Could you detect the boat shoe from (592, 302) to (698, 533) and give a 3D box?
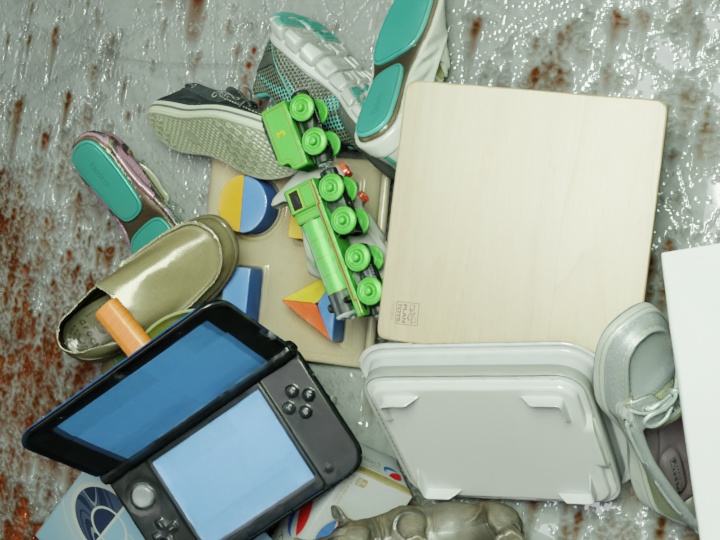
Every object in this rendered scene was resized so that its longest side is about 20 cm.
[{"bbox_3d":[0.221,0.109,0.821,0.074,0.203,0.065,-32,34,-17],"label":"boat shoe"}]

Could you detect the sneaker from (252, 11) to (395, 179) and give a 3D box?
[{"bbox_3d":[-0.024,-0.140,1.029,0.200,0.077,0.092,49,125,24],"label":"sneaker"}]

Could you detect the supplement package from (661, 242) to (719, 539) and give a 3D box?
[{"bbox_3d":[0.303,0.075,0.766,0.146,0.200,0.193,-9,83,26],"label":"supplement package"}]

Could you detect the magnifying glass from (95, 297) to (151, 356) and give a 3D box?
[{"bbox_3d":[-0.155,0.106,0.979,0.080,0.022,0.200,-43,82,9],"label":"magnifying glass"}]

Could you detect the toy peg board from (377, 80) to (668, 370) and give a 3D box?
[{"bbox_3d":[0.130,-0.034,0.904,0.197,0.098,0.202,7,90,17],"label":"toy peg board"}]

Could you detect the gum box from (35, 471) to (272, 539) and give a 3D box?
[{"bbox_3d":[-0.191,0.244,1.042,0.170,0.045,0.200,45,129,6],"label":"gum box"}]

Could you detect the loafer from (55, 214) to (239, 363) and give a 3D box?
[{"bbox_3d":[-0.193,0.024,1.032,0.200,0.067,0.076,-38,89,14],"label":"loafer"}]

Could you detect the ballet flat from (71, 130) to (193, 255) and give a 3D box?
[{"bbox_3d":[-0.198,-0.051,1.096,0.069,0.071,0.201,-34,90,31],"label":"ballet flat"}]

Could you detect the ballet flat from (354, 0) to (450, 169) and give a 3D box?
[{"bbox_3d":[0.043,-0.163,0.974,0.069,0.070,0.201,-6,50,27],"label":"ballet flat"}]

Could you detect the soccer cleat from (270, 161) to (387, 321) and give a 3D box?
[{"bbox_3d":[0.000,0.000,0.977,0.077,0.069,0.201,-33,81,5],"label":"soccer cleat"}]

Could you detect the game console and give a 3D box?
[{"bbox_3d":[-0.127,0.140,0.899,0.199,0.118,0.171,-35,87,11],"label":"game console"}]

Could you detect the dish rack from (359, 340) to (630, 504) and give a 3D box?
[{"bbox_3d":[0.103,0.127,0.895,0.198,0.172,0.044,-4,41,26],"label":"dish rack"}]

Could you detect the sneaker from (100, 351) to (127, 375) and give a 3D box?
[{"bbox_3d":[-0.146,0.095,1.067,0.199,0.067,0.091,27,110,19],"label":"sneaker"}]

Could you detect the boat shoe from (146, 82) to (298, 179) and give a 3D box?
[{"bbox_3d":[-0.116,-0.134,1.052,0.199,0.075,0.062,18,54,42],"label":"boat shoe"}]

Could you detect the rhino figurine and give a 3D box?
[{"bbox_3d":[0.045,0.218,0.920,0.198,0.087,0.060,1,100,-6],"label":"rhino figurine"}]

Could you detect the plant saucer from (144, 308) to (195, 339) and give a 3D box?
[{"bbox_3d":[-0.116,0.125,1.004,0.198,0.031,0.202,8,108,23],"label":"plant saucer"}]

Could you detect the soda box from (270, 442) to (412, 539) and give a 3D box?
[{"bbox_3d":[-0.038,0.246,0.996,0.068,0.064,0.201,27,103,-20],"label":"soda box"}]

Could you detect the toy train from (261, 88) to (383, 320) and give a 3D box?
[{"bbox_3d":[-0.028,-0.051,0.937,0.056,0.042,0.202,-23,80,20],"label":"toy train"}]

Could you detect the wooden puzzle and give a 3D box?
[{"bbox_3d":[-0.071,-0.013,1.050,0.198,0.046,0.187,5,90,28],"label":"wooden puzzle"}]
